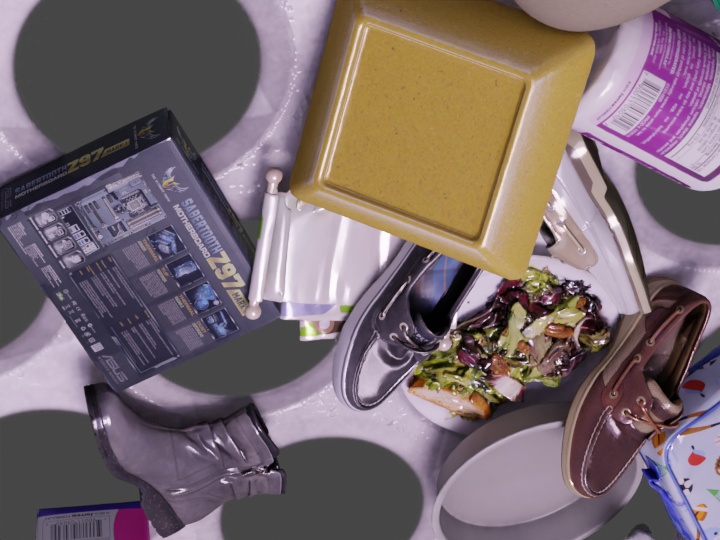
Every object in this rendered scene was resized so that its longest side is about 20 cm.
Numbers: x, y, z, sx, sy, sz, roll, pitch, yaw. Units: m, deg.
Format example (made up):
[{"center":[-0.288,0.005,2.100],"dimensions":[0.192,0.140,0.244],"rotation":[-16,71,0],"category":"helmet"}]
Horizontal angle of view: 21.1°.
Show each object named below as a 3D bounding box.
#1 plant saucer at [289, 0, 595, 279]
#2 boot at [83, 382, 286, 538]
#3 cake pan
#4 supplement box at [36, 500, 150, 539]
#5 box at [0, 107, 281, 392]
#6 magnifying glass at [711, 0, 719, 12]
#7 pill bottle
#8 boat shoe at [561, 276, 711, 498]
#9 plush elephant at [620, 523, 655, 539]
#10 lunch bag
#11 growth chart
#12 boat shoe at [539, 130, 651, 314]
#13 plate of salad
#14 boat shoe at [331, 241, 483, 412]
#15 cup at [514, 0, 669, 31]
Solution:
[{"center":[0.051,-0.107,1.434],"dimensions":[0.199,0.048,0.201],"rotation":[21,113,12],"category":"plant saucer"},{"center":[-0.147,0.141,1.659],"dimensions":[0.131,0.070,0.200],"rotation":[-22,140,5],"category":"boot"},{"center":[0.154,0.187,1.730],"dimensions":[0.199,0.037,0.201],"rotation":[-12,138,-10],"category":"cake pan"},{"center":[-0.228,0.309,1.680],"dimensions":[0.100,0.201,0.104],"rotation":[-4,127,-6],"category":"supplement box"},{"center":[-0.174,-0.013,1.542],"dimensions":[0.157,0.051,0.201],"rotation":[-24,126,9],"category":"box"},{"center":[0.271,-0.260,1.450],"dimensions":[0.079,0.022,0.200],"rotation":[-33,126,16],"category":"magnifying glass"},{"center":[0.246,-0.129,1.485],"dimensions":[0.199,0.113,0.112],"rotation":[24,120,-25],"category":"pill bottle"},{"center":[0.237,0.105,1.632],"dimensions":[0.072,0.072,0.201],"rotation":[30,87,-35],"category":"boat shoe"},{"center":[0.251,0.304,1.788],"dimensions":[0.164,0.200,0.155],"rotation":[35,93,-28],"category":"plush elephant"},{"center":[0.325,0.161,1.715],"dimensions":[0.160,0.076,0.201],"rotation":[-35,125,-5],"category":"lunch bag"},{"center":[0.000,0.000,1.563],"dimensions":[0.199,0.018,0.146],"rotation":[8,107,-25],"category":"growth chart"},{"center":[0.178,-0.041,1.570],"dimensions":[0.068,0.075,0.201],"rotation":[-20,120,14],"category":"boat shoe"},{"center":[0.129,0.073,1.658],"dimensions":[0.198,0.048,0.201],"rotation":[-4,127,-5],"category":"plate of salad"},{"center":[0.048,0.034,1.550],"dimensions":[0.070,0.066,0.201],"rotation":[31,97,-30],"category":"boat shoe"},{"center":[0.161,-0.250,1.351],"dimensions":[0.199,0.202,0.143],"rotation":[1,152,-10],"category":"cup"}]
